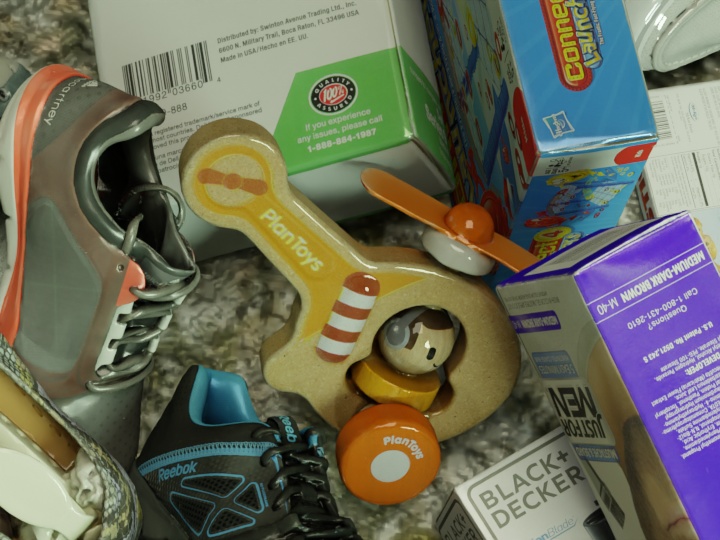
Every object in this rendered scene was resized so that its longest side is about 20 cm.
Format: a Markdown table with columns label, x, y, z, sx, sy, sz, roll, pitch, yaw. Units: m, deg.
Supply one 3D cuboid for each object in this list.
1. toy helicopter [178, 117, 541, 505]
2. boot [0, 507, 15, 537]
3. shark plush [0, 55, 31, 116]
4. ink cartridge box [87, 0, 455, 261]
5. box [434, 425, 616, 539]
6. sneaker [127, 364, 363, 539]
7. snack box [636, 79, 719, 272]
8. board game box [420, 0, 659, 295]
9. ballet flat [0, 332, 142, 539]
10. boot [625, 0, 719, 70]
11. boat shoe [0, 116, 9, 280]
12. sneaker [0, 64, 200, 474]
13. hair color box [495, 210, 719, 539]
| label | x | y | z | sx | sy | sz | roll | pitch | yaw |
| --- | --- | --- | --- | --- | --- | --- | --- | --- | --- |
| toy helicopter | 0.000 | 0.000 | 1.290 | 0.132 | 0.200 | 0.079 | -37 | 31 | 14 |
| boot | -0.194 | 0.192 | 1.271 | 0.095 | 0.073 | 0.201 | 8 | 85 | -27 |
| shark plush | -0.205 | -0.015 | 1.352 | 0.083 | 0.091 | 0.201 | 21 | 59 | -31 |
| ink cartridge box | -0.047 | -0.123 | 1.373 | 0.145 | 0.084 | 0.201 | -14 | 70 | 14 |
| box | 0.134 | 0.162 | 1.323 | 0.116 | 0.060 | 0.200 | -27 | 75 | -15 |
| sneaker | -0.039 | 0.107 | 1.258 | 0.073 | 0.200 | 0.082 | 14 | 102 | -41 |
| snack box | 0.181 | 0.005 | 1.406 | 0.072 | 0.024 | 0.201 | -8 | 71 | -12 |
| board game box | 0.070 | -0.109 | 1.345 | 0.056 | 0.196 | 0.201 | -10 | 70 | -9 |
| ballet flat | -0.173 | 0.056 | 1.254 | 0.200 | 0.072 | 0.072 | 42 | 70 | -3 |
| boot | 0.220 | -0.139 | 1.425 | 0.200 | 0.074 | 0.096 | -35 | 65 | -18 |
| boat shoe | -0.185 | 0.023 | 1.316 | 0.060 | 0.076 | 0.201 | 9 | 79 | 40 |
| sneaker | -0.112 | 0.012 | 1.291 | 0.082 | 0.201 | 0.077 | 11 | 26 | 32 |
| hair color box | 0.138 | 0.080 | 1.234 | 0.065 | 0.109 | 0.201 | -28 | 94 | -14 |
